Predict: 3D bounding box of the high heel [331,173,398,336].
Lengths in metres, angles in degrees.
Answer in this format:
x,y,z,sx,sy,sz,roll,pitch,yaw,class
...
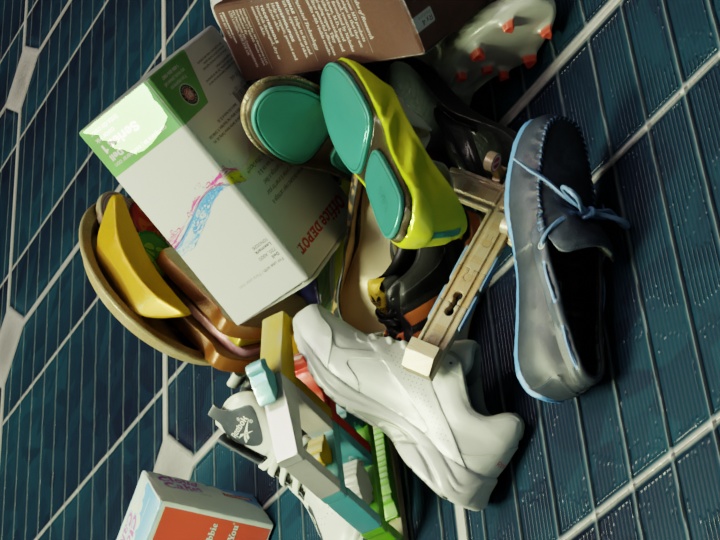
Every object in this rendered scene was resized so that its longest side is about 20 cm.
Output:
x,y,z,sx,sy,sz,roll,pitch,yaw,class
0.000,0.000,1.438,0.071,0.143,0.200,18,86,21,high heel

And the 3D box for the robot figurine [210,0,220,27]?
x,y,z,sx,sy,sz,roll,pitch,yaw,class
-0.062,-0.296,1.760,0.200,0.125,0.150,-53,-10,35,robot figurine

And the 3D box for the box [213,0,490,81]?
x,y,z,sx,sy,sz,roll,pitch,yaw,class
-0.009,-0.208,1.421,0.200,0.075,0.100,-1,31,42,box

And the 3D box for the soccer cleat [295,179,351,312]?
x,y,z,sx,sy,sz,roll,pitch,yaw,class
0.010,-0.033,1.550,0.084,0.065,0.200,25,93,34,soccer cleat

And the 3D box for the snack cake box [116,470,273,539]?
x,y,z,sx,sy,sz,roll,pitch,yaw,class
-0.170,0.290,1.629,0.200,0.115,0.067,-68,26,10,snack cake box

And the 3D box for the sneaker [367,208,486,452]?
x,y,z,sx,sy,sz,roll,pitch,yaw,class
0.037,0.042,1.395,0.070,0.090,0.201,0,75,63,sneaker

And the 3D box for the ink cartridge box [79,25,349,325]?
x,y,z,sx,sy,sz,roll,pitch,yaw,class
-0.108,-0.077,1.459,0.084,0.200,0.145,-34,11,28,ink cartridge box

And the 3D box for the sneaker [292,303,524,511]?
x,y,z,sx,sy,sz,roll,pitch,yaw,class
0.040,0.079,1.329,0.200,0.078,0.099,40,96,16,sneaker

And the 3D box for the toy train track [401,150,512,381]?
x,y,z,sx,sy,sz,roll,pitch,yaw,class
0.084,-0.016,1.300,0.115,0.033,0.200,22,75,27,toy train track

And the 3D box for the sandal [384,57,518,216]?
x,y,z,sx,sy,sz,roll,pitch,yaw,class
0.069,-0.092,1.401,0.200,0.048,0.075,43,138,40,sandal

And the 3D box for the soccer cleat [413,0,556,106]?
x,y,z,sx,sy,sz,roll,pitch,yaw,class
0.084,-0.174,1.453,0.200,0.069,0.078,-46,48,49,soccer cleat

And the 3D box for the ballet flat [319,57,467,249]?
x,y,z,sx,sy,sz,roll,pitch,yaw,class
0.026,-0.085,1.337,0.200,0.067,0.067,-115,34,-46,ballet flat

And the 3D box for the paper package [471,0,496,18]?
x,y,z,sx,sy,sz,roll,pitch,yaw,class
0.092,-0.313,1.485,0.191,0.103,0.200,-38,44,50,paper package

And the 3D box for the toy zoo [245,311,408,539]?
x,y,z,sx,sy,sz,roll,pitch,yaw,class
-0.025,0.117,1.367,0.020,0.200,0.131,-24,47,19,toy zoo

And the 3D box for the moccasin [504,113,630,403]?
x,y,z,sx,sy,sz,roll,pitch,yaw,class
0.148,-0.011,1.246,0.068,0.080,0.200,-17,74,54,moccasin

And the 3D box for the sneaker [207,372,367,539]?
x,y,z,sx,sy,sz,roll,pitch,yaw,class
-0.061,0.149,1.479,0.080,0.129,0.199,-54,32,35,sneaker

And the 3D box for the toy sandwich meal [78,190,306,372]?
x,y,z,sx,sy,sz,roll,pitch,yaw,class
-0.140,0.001,1.512,0.070,0.205,0.205,-48,35,27,toy sandwich meal

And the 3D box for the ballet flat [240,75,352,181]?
x,y,z,sx,sy,sz,roll,pitch,yaw,class
-0.037,-0.115,1.449,0.071,0.200,0.065,-50,51,11,ballet flat

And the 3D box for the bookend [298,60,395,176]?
x,y,z,sx,sy,sz,roll,pitch,yaw,class
-0.042,-0.124,1.606,0.200,0.092,0.199,-38,33,53,bookend
